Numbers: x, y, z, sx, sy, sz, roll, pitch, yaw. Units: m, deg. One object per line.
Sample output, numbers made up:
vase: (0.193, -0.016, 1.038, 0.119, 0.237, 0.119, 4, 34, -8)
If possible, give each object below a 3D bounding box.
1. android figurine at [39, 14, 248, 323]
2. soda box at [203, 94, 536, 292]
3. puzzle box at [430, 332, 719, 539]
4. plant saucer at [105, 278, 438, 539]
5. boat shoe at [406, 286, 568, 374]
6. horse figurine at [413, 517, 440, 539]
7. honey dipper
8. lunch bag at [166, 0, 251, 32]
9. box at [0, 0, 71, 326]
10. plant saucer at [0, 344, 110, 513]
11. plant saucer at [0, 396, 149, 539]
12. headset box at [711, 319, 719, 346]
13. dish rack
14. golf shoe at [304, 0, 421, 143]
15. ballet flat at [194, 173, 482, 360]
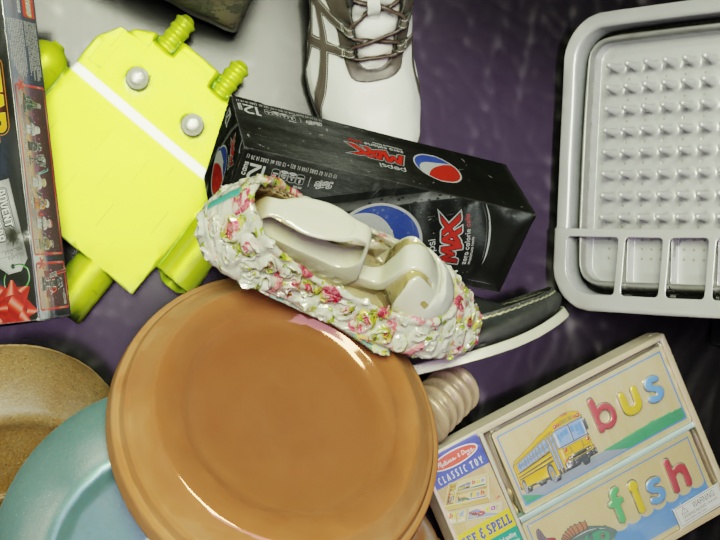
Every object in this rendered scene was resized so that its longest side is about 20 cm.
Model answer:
android figurine: (-0.154, -0.071, 0.804, 0.182, 0.041, 0.200, 41, 86, -6)
soda box: (0.005, -0.046, 0.783, 0.198, 0.071, 0.064, 11, 121, -21)
puzzle box: (0.146, 0.142, 0.843, 0.198, 0.025, 0.134, -25, 93, -15)
plant saucer: (-0.044, 0.086, 0.712, 0.198, 0.038, 0.202, 10, 57, -16)
boat shoe: (0.040, 0.034, 0.816, 0.197, 0.072, 0.069, -12, 92, -6)
horse figurine: (-0.002, 0.184, 0.804, 0.199, 0.050, 0.134, 32, 73, -23)
honey dipper: (0.011, 0.122, 0.771, 0.038, 0.038, 0.200, 56, 45, -5)
lunch bag: (-0.139, -0.246, 0.740, 0.198, 0.164, 0.119, 19, 77, -10)
box: (-0.255, -0.063, 0.760, 0.135, 0.040, 0.203, -7, 90, 18)
plant saucer: (-0.220, 0.142, 0.736, 0.198, 0.035, 0.202, -19, 123, -31)
plant saucer: (-0.112, 0.169, 0.722, 0.197, 0.036, 0.203, -1, 93, -16)
headset box: (0.312, -0.030, 0.794, 0.091, 0.200, 0.177, 3, 90, -10)
dish rack: (0.211, -0.072, 0.816, 0.043, 0.170, 0.203, 3, 89, -46)
golf shoe: (0.000, -0.160, 0.802, 0.077, 0.094, 0.203, -13, 93, -10)
ballet flat: (0.000, 0.000, 0.718, 0.198, 0.064, 0.076, 19, 54, -25)
